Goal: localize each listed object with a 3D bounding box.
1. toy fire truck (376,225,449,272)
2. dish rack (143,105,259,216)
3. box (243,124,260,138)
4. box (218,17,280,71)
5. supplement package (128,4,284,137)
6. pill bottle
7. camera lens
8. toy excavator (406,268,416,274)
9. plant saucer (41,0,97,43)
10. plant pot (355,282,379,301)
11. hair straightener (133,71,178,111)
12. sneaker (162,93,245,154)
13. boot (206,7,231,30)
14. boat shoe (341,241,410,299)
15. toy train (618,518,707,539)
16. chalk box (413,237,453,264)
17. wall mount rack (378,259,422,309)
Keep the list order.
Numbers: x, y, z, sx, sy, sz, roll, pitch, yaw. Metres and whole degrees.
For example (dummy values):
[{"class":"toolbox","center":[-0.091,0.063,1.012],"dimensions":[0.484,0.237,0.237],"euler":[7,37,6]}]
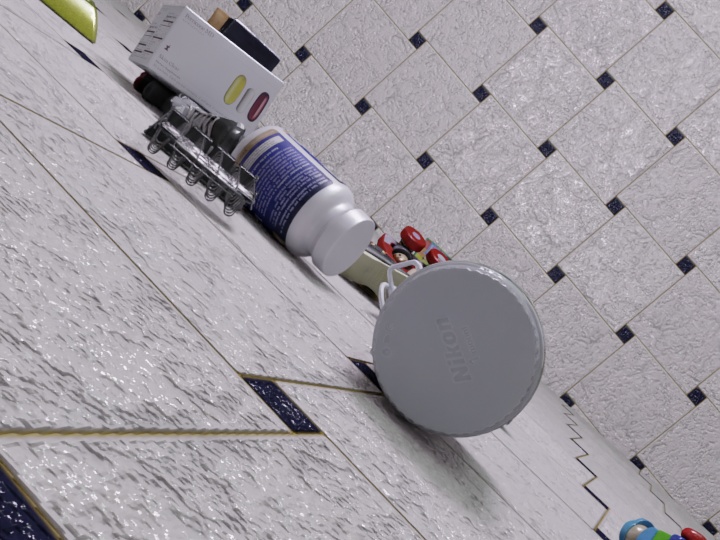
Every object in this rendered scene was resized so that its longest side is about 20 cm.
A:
[{"class":"toy fire truck","center":[0.119,0.003,2.144],"dimensions":[0.200,0.112,0.168],"euler":[39,24,-14]},{"class":"dish rack","center":[-0.185,-0.123,1.089],"dimensions":[0.153,0.055,0.200],"euler":[39,7,-15]},{"class":"box","center":[-0.180,-0.196,1.590],"dimensions":[0.083,0.068,0.200],"euler":[57,0,-21]},{"class":"box","center":[-0.265,-0.370,1.786],"dimensions":[0.117,0.200,0.197],"euler":[39,6,-18]},{"class":"supplement package","center":[-0.250,-0.322,1.508],"dimensions":[0.199,0.111,0.156],"euler":[34,-1,-29]},{"class":"pill bottle","center":[-0.080,-0.091,1.241],"dimensions":[0.200,0.116,0.116],"euler":[43,5,23]},{"class":"camera lens","center":[0.098,0.073,0.900],"dimensions":[0.160,0.160,0.200],"euler":[42,5,9]},{"class":"toy excavator","center":[0.159,0.096,1.573],"dimensions":[0.199,0.100,0.196],"euler":[9,-47,53]},{"class":"plant saucer","center":[-0.538,-0.496,1.649],"dimensions":[0.200,0.048,0.200],"euler":[40,5,-26]},{"class":"plant pot","center":[0.000,0.000,1.604],"dimensions":[0.200,0.028,0.200],"euler":[41,6,-5]},{"class":"hair straightener","center":[-0.284,-0.245,1.527],"dimensions":[0.077,0.041,0.200],"euler":[46,2,42]},{"class":"sneaker","center":[-0.243,-0.213,1.387],"dimensions":[0.115,0.075,0.200],"euler":[34,-4,-18]},{"class":"boot","center":[-0.357,-0.476,1.988],"dimensions":[0.175,0.200,0.066],"euler":[39,5,-21]},{"class":"boat shoe","center":[0.040,0.011,1.485],"dimensions":[0.201,0.074,0.063],"euler":[37,27,-15]},{"class":"toy train","center":[0.424,0.393,1.188],"dimensions":[0.200,0.085,0.116],"euler":[40,-8,-19]},{"class":"chalk box","center":[0.222,-0.011,2.908],"dimensions":[0.124,0.125,0.200],"euler":[43,4,17]},{"class":"wall mount rack","center":[0.091,0.082,1.368],"dimensions":[0.200,0.074,0.176],"euler":[27,53,-69]}]
